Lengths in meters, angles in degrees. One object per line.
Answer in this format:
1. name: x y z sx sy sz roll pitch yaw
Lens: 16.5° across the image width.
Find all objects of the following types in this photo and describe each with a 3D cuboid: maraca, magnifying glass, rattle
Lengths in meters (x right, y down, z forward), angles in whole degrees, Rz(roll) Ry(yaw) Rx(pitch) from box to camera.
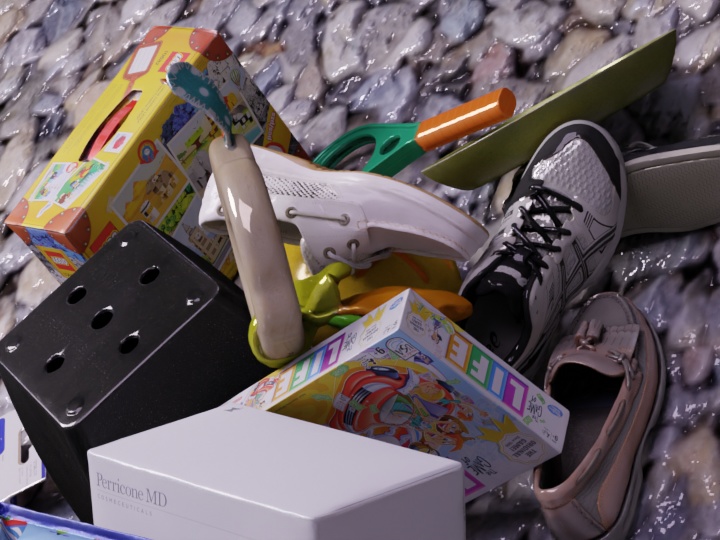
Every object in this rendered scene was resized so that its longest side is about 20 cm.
1. maraca: 0.000 0.000 1.704 0.200 0.136 0.107 -119 38 -63
2. magnifying glass: 0.031 -0.090 1.822 0.200 0.022 0.080 -23 32 39
3. rattle: -0.032 -0.051 1.534 0.142 0.130 0.201 -20 65 11

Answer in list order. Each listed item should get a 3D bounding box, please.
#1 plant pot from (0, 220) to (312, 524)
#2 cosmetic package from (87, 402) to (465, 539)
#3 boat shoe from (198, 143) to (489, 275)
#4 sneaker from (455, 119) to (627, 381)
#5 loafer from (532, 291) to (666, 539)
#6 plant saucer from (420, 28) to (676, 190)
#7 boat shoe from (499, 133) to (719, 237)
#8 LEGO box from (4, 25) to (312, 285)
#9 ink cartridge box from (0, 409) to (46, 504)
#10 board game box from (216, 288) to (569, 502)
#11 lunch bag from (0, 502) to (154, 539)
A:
1. plant pot: -0.125 0.087 1.657 0.199 0.178 0.200 -42 36 -8
2. cosmetic package: -0.046 0.199 1.425 0.123 0.201 0.199 -14 17 -42
3. boat shoe: -0.014 -0.026 1.601 0.199 0.071 0.070 14 73 28
4. sneaker: 0.111 -0.002 1.581 0.075 0.088 0.201 23 93 14
5. loafer: 0.143 0.082 1.535 0.072 0.063 0.201 -16 42 28
6. plant saucer: 0.135 -0.104 1.702 0.199 0.031 0.200 -30 2 1
7. boat shoe: 0.183 -0.062 1.652 0.199 0.072 0.068 -14 42 32
8. LEGO box: -0.147 -0.059 1.854 0.077 0.149 0.200 9 56 45
9. ink cartridge box: -0.306 0.172 1.833 0.199 0.037 0.095 -29 36 15
10. board game box: 0.010 0.099 1.516 0.200 0.134 0.034 -33 30 41
11. lunch bag: -0.147 0.224 1.395 0.199 0.151 0.094 5 10 27
